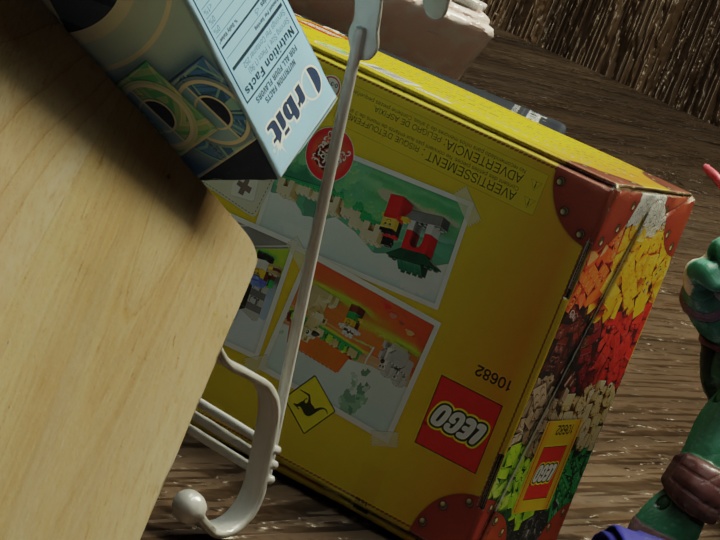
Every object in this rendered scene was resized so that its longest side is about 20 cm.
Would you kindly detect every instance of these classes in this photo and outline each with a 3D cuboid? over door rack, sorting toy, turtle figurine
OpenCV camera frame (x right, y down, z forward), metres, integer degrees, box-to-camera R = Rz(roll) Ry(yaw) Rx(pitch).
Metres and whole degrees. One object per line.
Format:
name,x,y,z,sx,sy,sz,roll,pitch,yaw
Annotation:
over door rack,-0.070,-0.033,0.951,0.148,0.200,0.067,29,16,38
sorting toy,-0.137,-0.007,0.779,0.199,0.070,0.200,49,31,-18
turtle figurine,0.168,0.038,1.064,0.149,0.200,0.101,18,11,-15

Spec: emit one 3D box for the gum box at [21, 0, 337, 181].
gum box,-0.121,-0.114,0.862,0.170,0.200,0.045,-1,39,36

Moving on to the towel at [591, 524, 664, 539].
towel,0.168,0.155,0.915,0.200,0.050,0.148,20,17,-13

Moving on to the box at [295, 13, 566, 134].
box,-0.015,-0.046,1.375,0.200,0.118,0.197,23,10,2

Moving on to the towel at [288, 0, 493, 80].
towel,-0.055,-0.118,1.550,0.200,0.191,0.032,21,51,-17

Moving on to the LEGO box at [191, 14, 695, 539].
LEGO box,0.000,0.000,1.069,0.200,0.149,0.077,27,11,25
